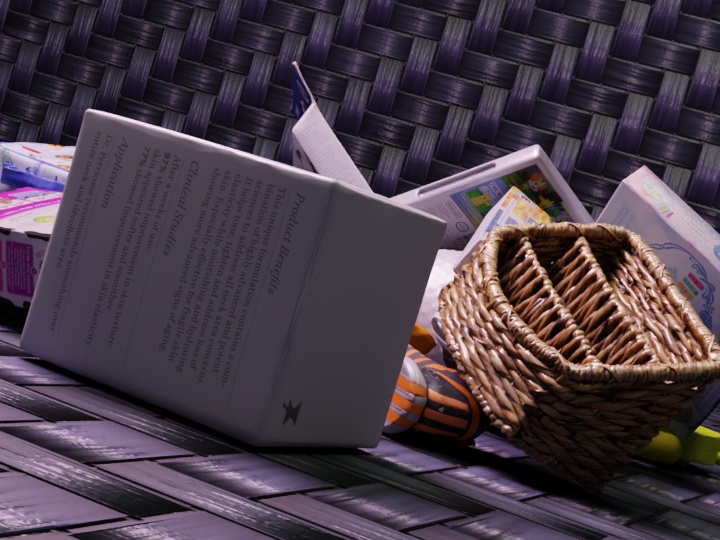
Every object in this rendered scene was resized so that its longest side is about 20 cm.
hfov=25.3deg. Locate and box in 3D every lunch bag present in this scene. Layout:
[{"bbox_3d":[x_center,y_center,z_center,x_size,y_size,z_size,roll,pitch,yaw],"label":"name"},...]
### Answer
[{"bbox_3d":[-0.283,-0.080,1.651,0.199,0.076,0.160,17,11,29],"label":"lunch bag"}]

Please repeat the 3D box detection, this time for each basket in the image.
[{"bbox_3d":[0.159,0.040,1.233,0.142,0.149,0.201,32,22,-32],"label":"basket"}]

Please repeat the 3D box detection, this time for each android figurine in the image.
[{"bbox_3d":[0.291,0.167,1.668,0.198,0.041,0.182,16,2,-2],"label":"android figurine"}]

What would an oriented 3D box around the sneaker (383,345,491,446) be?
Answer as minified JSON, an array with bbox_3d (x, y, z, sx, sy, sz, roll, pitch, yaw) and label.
[{"bbox_3d":[0.038,0.093,1.282,0.111,0.078,0.200,20,11,-28],"label":"sneaker"}]

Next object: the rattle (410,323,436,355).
[{"bbox_3d":[0.000,0.000,1.521,0.142,0.131,0.200,-18,23,20],"label":"rattle"}]

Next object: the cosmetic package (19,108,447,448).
[{"bbox_3d":[-0.082,0.008,1.057,0.199,0.169,0.166,19,2,28],"label":"cosmetic package"}]

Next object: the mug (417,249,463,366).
[{"bbox_3d":[0.095,0.067,1.598,0.174,0.149,0.201,17,-29,4],"label":"mug"}]

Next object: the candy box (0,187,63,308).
[{"bbox_3d":[-0.225,-0.015,1.214,0.199,0.062,0.136,9,15,32],"label":"candy box"}]

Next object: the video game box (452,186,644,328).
[{"bbox_3d":[0.179,0.018,1.445,0.182,0.047,0.200,43,21,-1],"label":"video game box"}]

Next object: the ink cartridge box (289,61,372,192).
[{"bbox_3d":[-0.031,-0.092,1.605,0.201,0.040,0.200,59,-6,6],"label":"ink cartridge box"}]

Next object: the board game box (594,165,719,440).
[{"bbox_3d":[0.294,0.034,1.548,0.199,0.201,0.043,45,51,15],"label":"board game box"}]

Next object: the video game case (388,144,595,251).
[{"bbox_3d":[0.143,-0.033,1.621,0.181,0.022,0.200,-19,-44,25],"label":"video game case"}]

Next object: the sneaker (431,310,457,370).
[{"bbox_3d":[0.143,0.117,1.437,0.200,0.075,0.116,48,-20,35],"label":"sneaker"}]
